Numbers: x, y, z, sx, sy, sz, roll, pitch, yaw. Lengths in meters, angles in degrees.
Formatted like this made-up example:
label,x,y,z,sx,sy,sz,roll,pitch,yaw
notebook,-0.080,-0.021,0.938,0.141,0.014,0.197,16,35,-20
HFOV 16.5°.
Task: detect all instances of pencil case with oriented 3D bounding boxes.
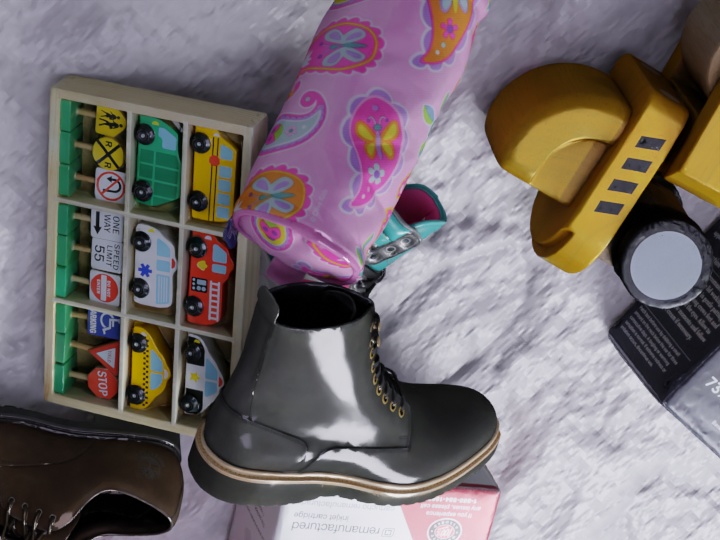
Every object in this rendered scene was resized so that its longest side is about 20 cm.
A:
label,x,y,z,sx,sy,sz,roll,pitch,yaw
pencil case,0.000,-0.087,1.390,0.087,0.087,0.201,34,71,-27

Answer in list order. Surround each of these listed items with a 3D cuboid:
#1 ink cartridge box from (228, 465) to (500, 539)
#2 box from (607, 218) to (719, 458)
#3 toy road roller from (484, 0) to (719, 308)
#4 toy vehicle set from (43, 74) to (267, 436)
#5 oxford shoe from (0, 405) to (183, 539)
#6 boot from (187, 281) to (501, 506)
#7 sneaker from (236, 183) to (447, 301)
label,x,y,z,sx,sy,sz,roll,pitch,yaw
ink cartridge box,-0.010,0.202,1.570,0.143,0.084,0.201,5,114,-20
box,0.283,0.033,1.565,0.200,0.104,0.148,-45,118,7
toy road roller,0.164,-0.089,1.465,0.145,0.123,0.201,28,105,-15
toy vehicle set,-0.120,-0.005,1.435,0.123,0.027,0.202,11,115,15
oxford shoe,-0.200,0.129,1.470,0.198,0.085,0.073,-1,143,-13
boot,0.011,0.063,1.415,0.199,0.078,0.139,-8,135,-34
sneaker,0.000,0.000,1.481,0.120,0.084,0.201,-21,118,5
